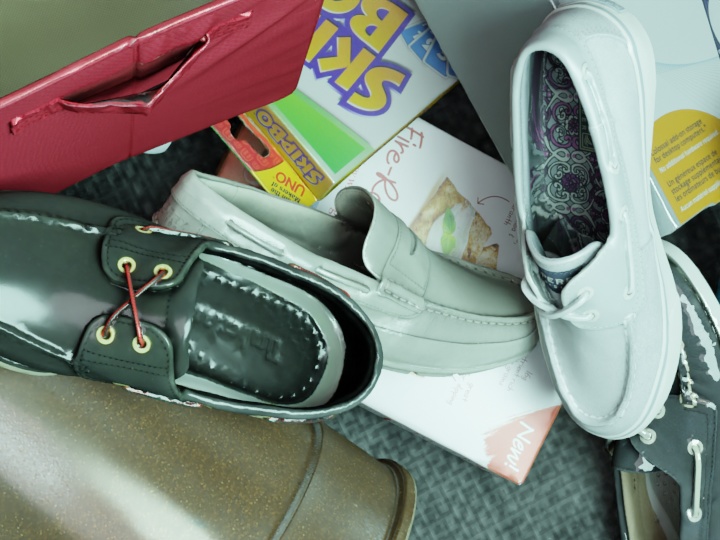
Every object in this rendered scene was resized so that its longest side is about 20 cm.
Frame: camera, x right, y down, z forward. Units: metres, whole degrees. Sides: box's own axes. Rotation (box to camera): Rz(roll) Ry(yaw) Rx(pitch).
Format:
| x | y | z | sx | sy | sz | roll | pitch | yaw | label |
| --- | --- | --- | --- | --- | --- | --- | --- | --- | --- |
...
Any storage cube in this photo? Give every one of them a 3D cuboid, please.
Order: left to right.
| x | y | z | sx | sy | sz | roll | pitch | yaw | label |
| --- | --- | --- | --- | --- | --- | --- | --- | --- | --- |
| -0.127 | -0.138 | 0.877 | 0.170 | 0.180 | 0.201 | -25 | 82 | -11 | storage cube |

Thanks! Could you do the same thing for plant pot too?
| x | y | z | sx | sy | sz | roll | pitch | yaw | label |
| --- | --- | --- | --- | --- | --- | --- | --- | --- | --- |
| -0.113 | 0.103 | 0.955 | 0.198 | 0.200 | 0.201 | 41 | 85 | -14 | plant pot |

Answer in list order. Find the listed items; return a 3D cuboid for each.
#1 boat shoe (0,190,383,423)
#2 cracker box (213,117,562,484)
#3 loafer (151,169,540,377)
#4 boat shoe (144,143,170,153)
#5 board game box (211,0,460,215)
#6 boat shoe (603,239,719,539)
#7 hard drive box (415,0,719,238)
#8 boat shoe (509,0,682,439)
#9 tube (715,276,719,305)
| x | y | z | sx | sy | sz | roll | pitch | yaw | label |
| --- | --- | --- | --- | --- | --- | --- | --- | --- | --- |
| -0.084 | 0.013 | 0.862 | 0.200 | 0.063 | 0.074 | 18 | 77 | -27 | boat shoe |
| 0.017 | -0.001 | 1.058 | 0.199 | 0.058 | 0.135 | 27 | 85 | -6 | cracker box |
| 0.000 | 0.000 | 0.968 | 0.199 | 0.070 | 0.070 | 9 | 117 | -30 | loafer |
| -0.146 | -0.143 | 0.997 | 0.200 | 0.071 | 0.091 | 41 | 111 | 19 | boat shoe |
| 0.005 | -0.116 | 1.030 | 0.096 | 0.030 | 0.200 | 48 | 60 | 0 | board game box |
| 0.146 | 0.085 | 1.046 | 0.060 | 0.074 | 0.201 | -21 | 114 | -22 | boat shoe |
| 0.116 | -0.123 | 1.028 | 0.156 | 0.077 | 0.201 | -33 | 94 | -41 | hard drive box |
| 0.096 | -0.013 | 0.941 | 0.072 | 0.068 | 0.202 | 15 | 119 | 30 | boat shoe |
| 0.197 | 0.002 | 1.027 | 0.077 | 0.201 | 0.051 | -9 | 55 | -4 | tube |
